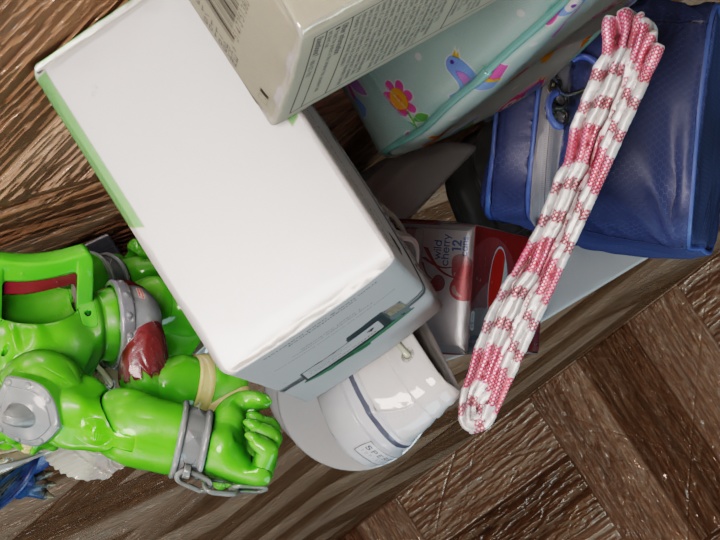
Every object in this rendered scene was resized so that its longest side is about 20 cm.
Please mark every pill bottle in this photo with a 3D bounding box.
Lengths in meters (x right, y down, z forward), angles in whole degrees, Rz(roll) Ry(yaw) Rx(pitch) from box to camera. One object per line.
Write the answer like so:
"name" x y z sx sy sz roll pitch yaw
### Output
"pill bottle" -0.005 0.055 1.381 0.109 0.110 0.200 -34 -172 5

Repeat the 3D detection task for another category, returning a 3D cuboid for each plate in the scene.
"plate" -0.041 0.004 1.308 0.200 0.032 0.200 -46 -173 -24

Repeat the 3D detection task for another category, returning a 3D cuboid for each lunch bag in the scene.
"lunch bag" 0.129 -0.080 1.236 0.132 0.136 0.200 7 178 14
"lunch bag" 0.080 -0.139 1.023 0.160 0.077 0.200 -32 174 -45

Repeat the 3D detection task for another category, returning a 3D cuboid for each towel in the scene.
"towel" 0.088 -0.023 1.050 0.146 0.030 0.201 -18 132 -84

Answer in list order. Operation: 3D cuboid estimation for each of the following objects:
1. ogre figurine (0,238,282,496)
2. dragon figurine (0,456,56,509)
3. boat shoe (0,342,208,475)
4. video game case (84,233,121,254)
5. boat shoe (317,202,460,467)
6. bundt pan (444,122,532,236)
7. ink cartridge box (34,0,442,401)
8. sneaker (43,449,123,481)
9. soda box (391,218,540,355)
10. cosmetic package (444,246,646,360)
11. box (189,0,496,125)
"ogre figurine" -0.117 0.035 1.009 0.119 0.200 0.098 6 133 -24
"dragon figurine" -0.211 0.110 1.346 0.200 0.059 0.099 -37 170 17
"boat shoe" -0.145 0.053 1.130 0.200 0.075 0.068 -33 176 -2
"video game case" -0.225 0.055 1.155 0.200 0.019 0.143 -29 170 -31
"boat shoe" 0.000 0.000 1.097 0.067 0.200 0.074 -32 148 17
"bundt pan" 0.138 -0.085 1.431 0.201 0.076 0.202 -31 -179 1
"ink cartridge box" -0.044 -0.029 0.952 0.084 0.146 0.200 -34 171 3
"sneaker" -0.107 0.014 1.222 0.200 0.069 0.100 -49 -166 11
"soda box" 0.052 0.010 1.229 0.063 0.070 0.200 3 179 15
"cosmetic package" 0.122 -0.003 1.455 0.150 0.052 0.200 -28 180 -12
"box" 0.035 -0.145 0.838 0.200 0.078 0.095 -31 169 -18
